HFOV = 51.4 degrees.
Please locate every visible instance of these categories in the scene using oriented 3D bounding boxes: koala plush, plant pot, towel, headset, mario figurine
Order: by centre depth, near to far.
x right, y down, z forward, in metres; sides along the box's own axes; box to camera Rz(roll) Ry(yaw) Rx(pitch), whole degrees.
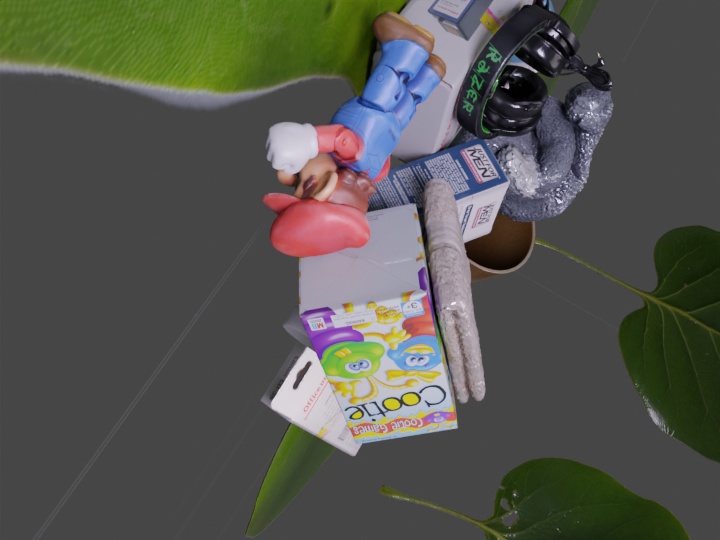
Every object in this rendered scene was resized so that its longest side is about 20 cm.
[{"bbox_3d":[-0.019,-0.105,0.594,0.201,0.123,0.106,-59,-150,-6],"label":"mario figurine"},{"bbox_3d":[0.089,0.026,0.691,0.200,0.034,0.133,69,14,-55],"label":"towel"},{"bbox_3d":[0.168,-0.182,0.707,0.200,0.094,0.124,-29,152,-48],"label":"headset"},{"bbox_3d":[0.168,-0.133,0.868,0.200,0.177,0.185,-20,123,-51],"label":"koala plush"},{"bbox_3d":[0.104,-0.052,1.040,0.200,0.187,0.187,-30,-164,49],"label":"plant pot"}]

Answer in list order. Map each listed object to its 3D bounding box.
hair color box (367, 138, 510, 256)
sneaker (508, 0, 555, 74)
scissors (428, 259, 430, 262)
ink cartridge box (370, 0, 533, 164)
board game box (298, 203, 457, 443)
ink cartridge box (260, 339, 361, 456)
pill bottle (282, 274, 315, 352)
[{"bbox_3d":[0.039,-0.052,0.741,0.199,0.061,0.100,-20,156,-13],"label":"hair color box"},{"bbox_3d":[0.231,-0.347,0.997,0.090,0.078,0.201,88,7,-45],"label":"sneaker"},{"bbox_3d":[0.038,0.022,0.781,0.073,0.014,0.200,33,96,-43],"label":"scissors"},{"bbox_3d":[0.091,-0.218,0.740,0.200,0.087,0.146,-53,168,-24],"label":"ink cartridge box"},{"bbox_3d":[0.020,0.055,0.670,0.201,0.104,0.103,71,11,-46],"label":"board game box"},{"bbox_3d":[-0.052,0.160,1.014,0.117,0.067,0.200,-58,137,-10],"label":"ink cartridge box"},{"bbox_3d":[0.000,0.000,0.838,0.201,0.111,0.111,-56,169,-13],"label":"pill bottle"}]
